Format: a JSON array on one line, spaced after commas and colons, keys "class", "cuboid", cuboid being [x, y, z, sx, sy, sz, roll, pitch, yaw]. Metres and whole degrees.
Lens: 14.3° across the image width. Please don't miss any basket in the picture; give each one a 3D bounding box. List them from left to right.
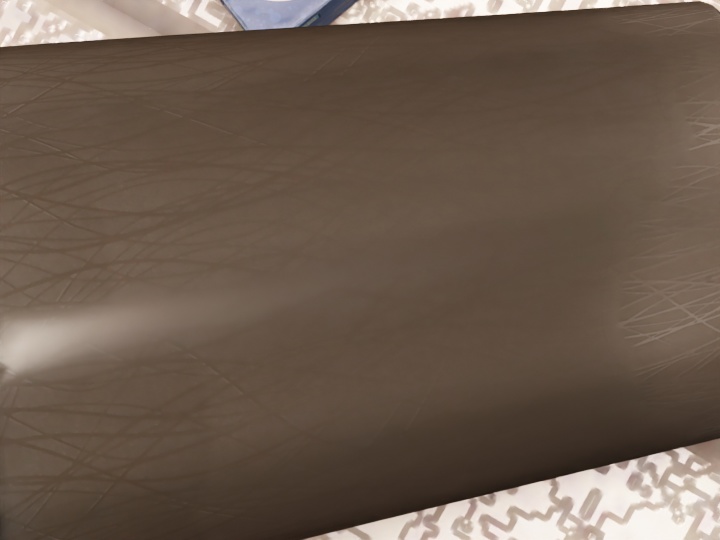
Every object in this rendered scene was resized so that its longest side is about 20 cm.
[{"class": "basket", "cuboid": [0.000, 0.000, 0.737, 0.199, 0.181, 0.137, -8, 114, -4]}]

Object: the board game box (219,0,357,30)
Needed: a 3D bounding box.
[{"class": "board game box", "cuboid": [0.011, -0.171, 0.802, 0.200, 0.034, 0.136, -39, 84, 1]}]
